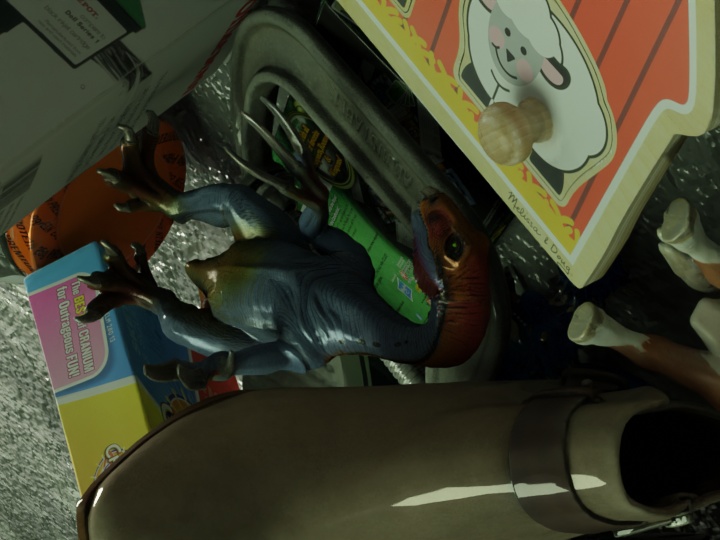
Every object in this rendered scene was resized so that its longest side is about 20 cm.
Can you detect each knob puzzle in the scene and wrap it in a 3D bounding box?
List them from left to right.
[{"bbox_3d":[0.034,-0.111,0.580,0.220,0.030,0.221,41,144,39],"label":"knob puzzle"}]

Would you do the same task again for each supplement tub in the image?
[{"bbox_3d":[-0.186,-0.073,0.993,0.200,0.122,0.123,33,155,33],"label":"supplement tub"}]

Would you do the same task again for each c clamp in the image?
[{"bbox_3d":[0.000,0.000,0.797,0.200,0.027,0.171,54,154,21],"label":"c clamp"}]

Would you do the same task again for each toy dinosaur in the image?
[{"bbox_3d":[-0.019,-0.003,0.765,0.181,0.106,0.200,18,-179,25],"label":"toy dinosaur"}]

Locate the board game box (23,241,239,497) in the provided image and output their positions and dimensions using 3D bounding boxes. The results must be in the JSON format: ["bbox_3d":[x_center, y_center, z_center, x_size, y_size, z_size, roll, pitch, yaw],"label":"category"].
[{"bbox_3d":[-0.079,0.105,0.922,0.153,0.040,0.201,50,-164,-56],"label":"board game box"}]

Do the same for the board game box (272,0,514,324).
[{"bbox_3d":[0.009,-0.035,0.835,0.105,0.023,0.200,43,158,6],"label":"board game box"}]

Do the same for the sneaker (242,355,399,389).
[{"bbox_3d":[0.002,0.097,0.908,0.078,0.079,0.201,-22,72,47],"label":"sneaker"}]

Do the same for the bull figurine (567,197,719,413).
[{"bbox_3d":[0.152,0.029,0.593,0.121,0.065,0.200,26,171,-21],"label":"bull figurine"}]

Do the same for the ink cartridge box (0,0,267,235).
[{"bbox_3d":[-0.138,-0.076,0.799,0.084,0.200,0.146,50,158,-1],"label":"ink cartridge box"}]

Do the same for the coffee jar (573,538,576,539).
[{"bbox_3d":[0.056,0.148,0.982,0.200,0.085,0.105,39,152,20],"label":"coffee jar"}]

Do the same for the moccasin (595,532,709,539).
[{"bbox_3d":[0.135,0.149,0.822,0.201,0.073,0.078,-178,85,-69],"label":"moccasin"}]

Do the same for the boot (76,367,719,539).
[{"bbox_3d":[0.027,0.067,0.663,0.146,0.199,0.071,-8,92,41],"label":"boot"}]

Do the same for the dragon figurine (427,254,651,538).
[{"bbox_3d":[0.081,0.062,0.808,0.099,0.059,0.201,33,148,51],"label":"dragon figurine"}]
